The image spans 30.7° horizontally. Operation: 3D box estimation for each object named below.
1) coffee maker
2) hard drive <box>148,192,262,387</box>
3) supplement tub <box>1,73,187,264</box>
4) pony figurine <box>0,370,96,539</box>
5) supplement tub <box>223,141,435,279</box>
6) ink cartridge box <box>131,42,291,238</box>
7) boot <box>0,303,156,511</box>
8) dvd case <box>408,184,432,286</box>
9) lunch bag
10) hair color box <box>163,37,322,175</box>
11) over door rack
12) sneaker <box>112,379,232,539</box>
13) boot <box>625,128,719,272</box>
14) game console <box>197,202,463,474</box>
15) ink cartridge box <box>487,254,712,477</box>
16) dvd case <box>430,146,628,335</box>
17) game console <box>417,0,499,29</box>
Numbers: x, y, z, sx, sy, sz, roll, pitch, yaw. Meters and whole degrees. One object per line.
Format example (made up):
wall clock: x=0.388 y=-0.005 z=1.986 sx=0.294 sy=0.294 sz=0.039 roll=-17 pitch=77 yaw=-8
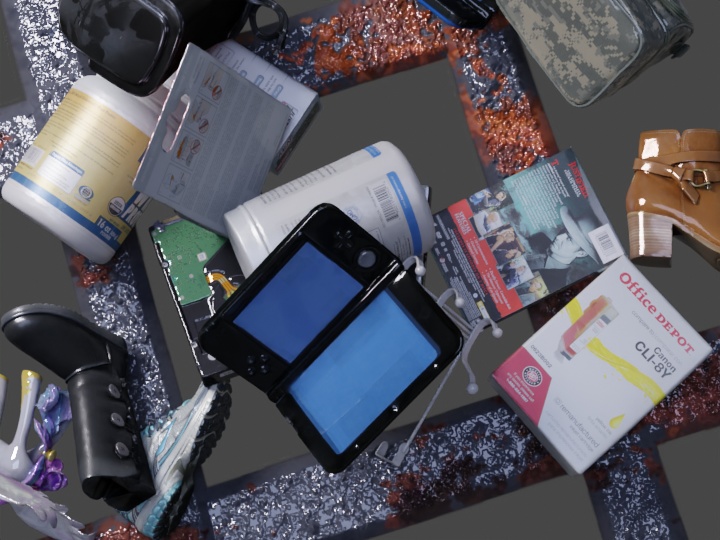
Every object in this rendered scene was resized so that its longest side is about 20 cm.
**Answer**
coffee maker: x=-0.195 y=-0.277 z=1.395 sx=0.190 sy=0.200 sz=0.136 roll=12 pitch=120 yaw=12
hard drive: x=-0.143 y=0.016 z=1.463 sx=0.139 sy=0.038 sz=0.201 roll=-20 pitch=67 yaw=-11
supplement tub: x=-0.291 y=-0.126 z=1.474 sx=0.144 sy=0.145 sz=0.201 roll=32 pitch=83 yaw=9
pony figurine: x=-0.379 y=0.214 z=1.424 sx=0.191 sy=0.167 sz=0.202 roll=12 pitch=65 yaw=14
supplement tub: x=-0.032 y=-0.043 z=1.397 sx=0.199 sy=0.132 sz=0.133 roll=-24 pitch=78 yaw=-9
ink cartridge box: x=-0.165 y=-0.134 z=1.384 sx=0.047 sy=0.200 sz=0.161 roll=19 pitch=85 yaw=32
boot: x=-0.300 y=0.145 z=1.388 sx=0.065 sy=0.164 sz=0.201 roll=-35 pitch=51 yaw=29
dvd case: x=0.000 y=0.000 z=1.483 sx=0.149 sy=0.025 sz=0.202 roll=3 pitch=81 yaw=11
lunch bag: x=0.270 y=-0.306 z=1.478 sx=0.167 sy=0.139 sz=0.201 roll=-26 pitch=76 yaw=-44
hair color box: x=-0.154 y=-0.209 z=1.525 sx=0.199 sy=0.061 sz=0.099 roll=33 pitch=83 yaw=10
over door rack: x=0.050 y=0.106 z=1.401 sx=0.147 sy=0.067 sz=0.201 roll=38 pitch=90 yaw=-33
sneaker: x=-0.212 y=0.189 z=1.445 sx=0.086 sy=0.078 sz=0.201 roll=24 pitch=79 yaw=15
boot: x=0.398 y=-0.078 z=1.467 sx=0.198 sy=0.077 sz=0.157 roll=4 pitch=75 yaw=12
game console: x=-0.032 y=0.068 z=1.304 sx=0.200 sy=0.117 sz=0.176 roll=-46 pitch=122 yaw=9
ink cartridge box: x=0.259 y=0.104 z=1.426 sx=0.200 sy=0.083 sz=0.145 roll=-41 pitch=79 yaw=-5
dvd case: x=0.184 y=-0.034 z=1.490 sx=0.199 sy=0.022 sz=0.147 roll=-27 pitch=79 yaw=0
game console: x=0.089 y=-0.384 z=1.519 sx=0.200 sy=0.171 sz=0.119 roll=39 pitch=110 yaw=10
